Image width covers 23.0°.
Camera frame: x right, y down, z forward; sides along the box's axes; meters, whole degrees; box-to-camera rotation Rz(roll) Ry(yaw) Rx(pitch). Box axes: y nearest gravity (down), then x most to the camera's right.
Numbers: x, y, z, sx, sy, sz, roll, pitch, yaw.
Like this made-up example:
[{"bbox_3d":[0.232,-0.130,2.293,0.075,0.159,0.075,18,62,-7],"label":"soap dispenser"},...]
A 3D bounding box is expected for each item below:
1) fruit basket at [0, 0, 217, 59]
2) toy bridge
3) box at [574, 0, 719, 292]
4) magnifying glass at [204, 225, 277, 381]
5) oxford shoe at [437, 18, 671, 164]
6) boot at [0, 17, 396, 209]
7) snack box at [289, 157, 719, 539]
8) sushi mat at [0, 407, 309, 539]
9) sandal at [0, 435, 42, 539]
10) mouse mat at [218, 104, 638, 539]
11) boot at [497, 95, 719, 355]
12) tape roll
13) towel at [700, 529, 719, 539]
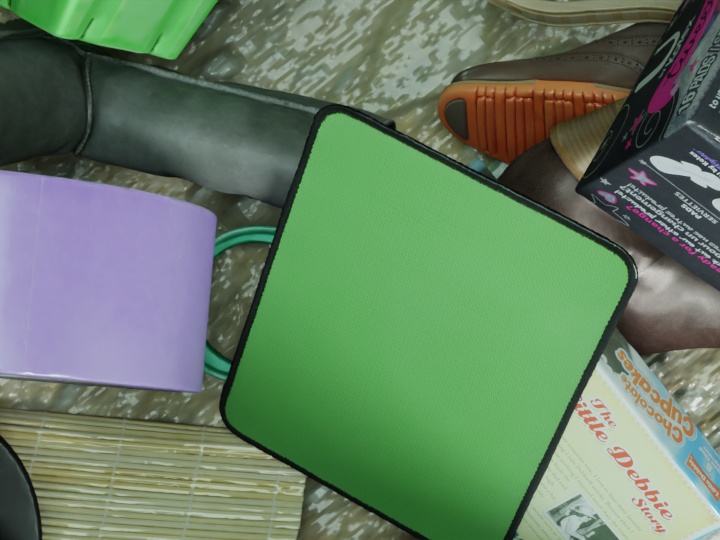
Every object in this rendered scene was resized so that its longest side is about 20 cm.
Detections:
[{"bbox_3d":[-0.128,-0.224,0.843,0.215,0.155,0.217,-1,88,31],"label":"fruit basket"},{"bbox_3d":[0.091,-0.158,0.874,0.200,0.027,0.067,29,84,20],"label":"toy bridge"},{"bbox_3d":[0.206,-0.091,0.772,0.132,0.115,0.200,34,69,-7],"label":"box"},{"bbox_3d":[0.000,0.000,0.894,0.199,0.022,0.080,-18,88,-1],"label":"magnifying glass"},{"bbox_3d":[0.139,-0.092,0.885,0.199,0.071,0.073,2,58,4],"label":"oxford shoe"},{"bbox_3d":[-0.092,-0.060,0.838,0.199,0.182,0.073,24,118,5],"label":"boot"},{"bbox_3d":[0.072,0.058,0.831,0.116,0.037,0.200,-35,97,36],"label":"snack box"},{"bbox_3d":[-0.127,0.115,0.876,0.199,0.012,0.096,5,61,2],"label":"sushi mat"},{"bbox_3d":[-0.184,0.160,0.827,0.075,0.045,0.201,-10,88,3],"label":"sandal"},{"bbox_3d":[0.024,0.035,0.815,0.161,0.008,0.201,28,124,10],"label":"mouse mat"},{"bbox_3d":[0.132,0.020,0.871,0.166,0.072,0.200,-35,107,19],"label":"boot"},{"bbox_3d":[-0.168,0.007,0.812,0.199,0.200,0.085,5,85,3],"label":"tape roll"},{"bbox_3d":[0.249,0.150,0.865,0.199,0.034,0.133,-30,84,0],"label":"towel"}]
